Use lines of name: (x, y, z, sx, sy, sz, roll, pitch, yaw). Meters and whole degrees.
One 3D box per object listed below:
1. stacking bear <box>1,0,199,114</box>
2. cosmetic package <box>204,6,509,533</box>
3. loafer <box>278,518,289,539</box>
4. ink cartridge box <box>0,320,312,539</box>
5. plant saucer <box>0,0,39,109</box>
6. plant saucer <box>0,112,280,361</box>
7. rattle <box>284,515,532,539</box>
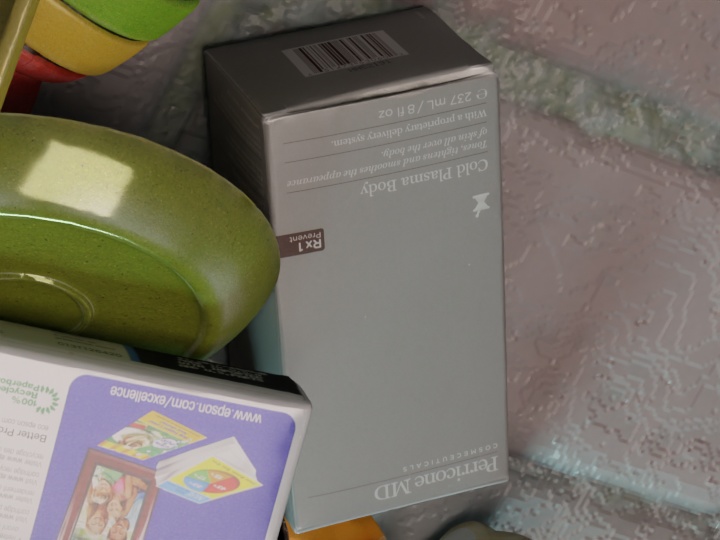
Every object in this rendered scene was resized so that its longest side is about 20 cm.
stacking bear: (-0.120, -0.121, 1.113, 0.200, 0.122, 0.114, -45, 135, 17)
cosmetic package: (0.000, 0.000, 1.231, 0.107, 0.090, 0.200, -14, 117, -16)
loafer: (-0.111, 0.100, 1.218, 0.200, 0.073, 0.071, 14, 135, -25)
ink cartridge box: (-0.139, 0.122, 1.154, 0.197, 0.047, 0.200, 12, 103, -18)
plant saucer: (-0.175, -0.150, 1.052, 0.048, 0.200, 0.200, -11, 128, -58)
plant saucer: (-0.132, 0.003, 1.147, 0.200, 0.031, 0.200, 2, 151, 1)
rattle: (0.040, 0.161, 1.262, 0.130, 0.200, 0.143, -25, 122, -6)
